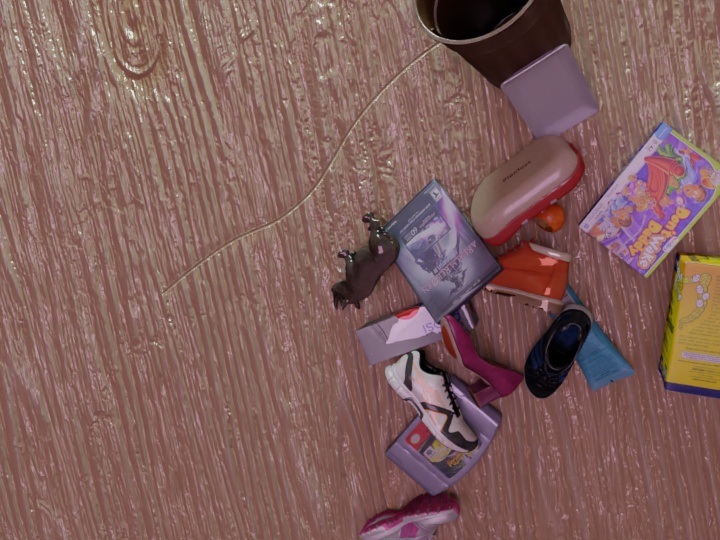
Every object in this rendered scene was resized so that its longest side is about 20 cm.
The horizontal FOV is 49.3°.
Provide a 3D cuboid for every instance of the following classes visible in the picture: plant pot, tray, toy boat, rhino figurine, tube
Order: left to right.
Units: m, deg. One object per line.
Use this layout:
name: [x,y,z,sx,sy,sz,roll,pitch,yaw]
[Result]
rhino figurine: [0.000,0.000,1.348,0.088,0.060,0.200,53,127,27]
plant pot: [0.207,-0.371,1.143,0.200,0.198,0.201,-11,68,28]
toy boat: [0.276,-0.109,1.247,0.200,0.131,0.131,-37,117,18]
tray: [0.286,-0.265,1.178,0.107,0.200,0.022,-31,60,18]
tube: [0.362,0.102,1.285,0.077,0.050,0.200,-32,93,33]

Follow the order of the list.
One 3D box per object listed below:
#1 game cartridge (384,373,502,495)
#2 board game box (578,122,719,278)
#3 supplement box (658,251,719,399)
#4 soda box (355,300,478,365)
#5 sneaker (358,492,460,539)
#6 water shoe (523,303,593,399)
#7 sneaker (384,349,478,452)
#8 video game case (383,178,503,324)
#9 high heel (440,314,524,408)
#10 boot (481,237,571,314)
game cartridge: [0.151,0.297,1.383,0.133,0.041,0.200,38,107,3]
board game box: [0.457,-0.109,1.220,0.134,0.045,0.200,38,107,7]
supplement box: [0.530,0.082,1.199,0.109,0.109,0.201,8,101,14]
soda box: [0.097,0.095,1.347,0.199,0.063,0.069,-22,93,18]
sneaker: [0.099,0.466,1.408,0.200,0.081,0.088,-29,92,26]
water shoe: [0.306,0.141,1.261,0.071,0.079,0.201,25,127,14]
sneaker: [0.131,0.219,1.319,0.080,0.074,0.200,-44,86,15]
video game case: [0.127,-0.032,1.299,0.143,0.019,0.200,-43,62,20]
high heel: [0.201,0.133,1.297,0.096,0.067,0.200,-31,123,-7]
boot: [0.246,-0.007,1.269,0.199,0.075,0.108,18,96,36]
